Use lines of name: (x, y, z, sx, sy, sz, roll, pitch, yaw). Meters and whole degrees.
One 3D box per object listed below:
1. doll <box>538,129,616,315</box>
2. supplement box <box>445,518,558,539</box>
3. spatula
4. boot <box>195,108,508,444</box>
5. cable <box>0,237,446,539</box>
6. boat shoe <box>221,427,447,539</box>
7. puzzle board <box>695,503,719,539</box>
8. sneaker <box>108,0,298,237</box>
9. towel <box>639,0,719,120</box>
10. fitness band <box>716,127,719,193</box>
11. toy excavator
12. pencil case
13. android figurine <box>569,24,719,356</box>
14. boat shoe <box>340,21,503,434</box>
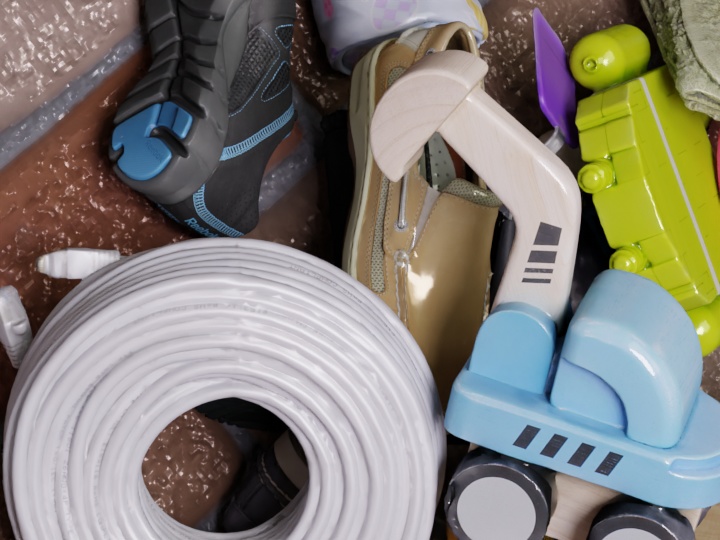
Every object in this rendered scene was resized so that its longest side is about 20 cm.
doll: (0.134, 0.020, 1.243, 0.136, 0.048, 0.201, -20, 91, -48)
supplement box: (0.086, 0.212, 1.101, 0.069, 0.067, 0.201, -14, 111, -20)
spatula: (0.086, -0.037, 1.176, 0.057, 0.020, 0.201, 44, 54, -52)
boot: (0.000, 0.000, 1.151, 0.198, 0.073, 0.163, 9, 75, -38)
cable: (-0.060, 0.084, 1.031, 0.199, 0.069, 0.201, -7, 105, 0)
boat shoe: (0.015, 0.153, 1.140, 0.200, 0.063, 0.073, 40, 14, -26)
puzzle board: (0.202, 0.151, 1.134, 0.199, 0.017, 0.151, 9, 108, -3)
sneaker: (-0.066, -0.109, 1.152, 0.082, 0.073, 0.201, 46, 52, -44)
towel: (0.227, -0.128, 1.285, 0.148, 0.037, 0.200, 19, 31, -16)
fitness band: (0.268, -0.021, 1.318, 0.200, 0.037, 0.144, 40, 45, -36)
toy excavator: (0.086, 0.020, 1.012, 0.194, 0.201, 0.100, 19, 23, 11)
pencil case: (0.010, -0.203, 1.204, 0.090, 0.083, 0.201, -9, 81, -20)
android figurine: (0.161, -0.043, 1.233, 0.200, 0.041, 0.183, -31, 101, -64)
boat shoe: (0.035, -0.023, 1.094, 0.071, 0.076, 0.201, 6, 72, -40)
